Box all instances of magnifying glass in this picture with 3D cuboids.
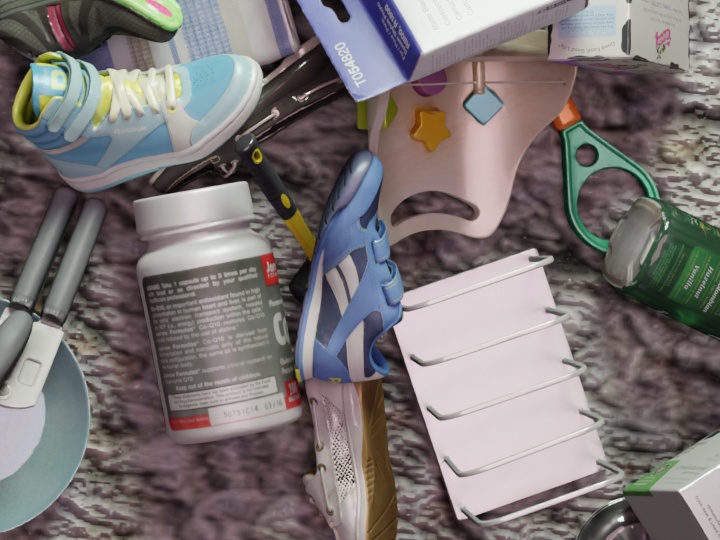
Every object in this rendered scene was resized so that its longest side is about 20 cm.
[{"bbox_3d":[0.189,-0.106,1.666,0.080,0.022,0.200,-29,93,-4],"label":"magnifying glass"}]

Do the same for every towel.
[{"bbox_3d":[-0.158,-0.219,1.603,0.200,0.024,0.147,-17,93,13],"label":"towel"}]

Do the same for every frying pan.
[{"bbox_3d":[0.203,0.242,1.672,0.190,0.031,0.115,15,88,-9],"label":"frying pan"}]

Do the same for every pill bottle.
[{"bbox_3d":[-0.119,0.033,1.591,0.114,0.114,0.200,-11,92,-5],"label":"pill bottle"}]

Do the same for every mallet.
[{"bbox_3d":[-0.061,-0.034,1.571,0.041,0.200,0.066,26,76,37],"label":"mallet"}]

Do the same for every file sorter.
[{"bbox_3d":[0.121,0.098,1.612,0.139,0.125,0.200,-19,93,-5],"label":"file sorter"}]

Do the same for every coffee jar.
[{"bbox_3d":[0.309,0.016,1.631,0.200,0.104,0.085,24,96,-12],"label":"coffee jar"}]

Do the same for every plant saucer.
[{"bbox_3d":[-0.323,0.118,1.610,0.201,0.039,0.201,0,92,-6],"label":"plant saucer"}]

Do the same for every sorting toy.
[{"bbox_3d":[0.067,-0.110,1.608,0.200,0.107,0.180,-5,105,-35],"label":"sorting toy"}]

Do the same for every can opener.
[{"bbox_3d":[-0.255,0.021,1.573,0.053,0.066,0.200,21,61,-5],"label":"can opener"}]

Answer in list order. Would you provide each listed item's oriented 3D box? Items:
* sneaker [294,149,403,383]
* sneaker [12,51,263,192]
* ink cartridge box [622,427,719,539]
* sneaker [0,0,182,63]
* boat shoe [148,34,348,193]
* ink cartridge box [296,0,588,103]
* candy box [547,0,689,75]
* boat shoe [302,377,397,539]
[{"bbox_3d":[0.000,0.000,1.551,0.082,0.074,0.200,12,113,0],"label":"sneaker"},{"bbox_3d":[-0.186,-0.136,1.541,0.200,0.131,0.080,-24,54,20],"label":"sneaker"},{"bbox_3d":[0.338,0.164,1.611,0.200,0.146,0.084,-31,90,-13],"label":"ink cartridge box"},{"bbox_3d":[-0.233,-0.202,1.578,0.200,0.077,0.084,8,106,20],"label":"sneaker"},{"bbox_3d":[-0.084,-0.120,1.616,0.200,0.067,0.057,-40,90,-7],"label":"boat shoe"},{"bbox_3d":[0.044,-0.247,1.510,0.200,0.041,0.200,-24,65,-10],"label":"ink cartridge box"},{"bbox_3d":[0.212,-0.263,1.588,0.071,0.168,0.200,1,91,26],"label":"candy box"},{"bbox_3d":[-0.013,0.175,1.634,0.069,0.071,0.200,0,100,20],"label":"boat shoe"}]
